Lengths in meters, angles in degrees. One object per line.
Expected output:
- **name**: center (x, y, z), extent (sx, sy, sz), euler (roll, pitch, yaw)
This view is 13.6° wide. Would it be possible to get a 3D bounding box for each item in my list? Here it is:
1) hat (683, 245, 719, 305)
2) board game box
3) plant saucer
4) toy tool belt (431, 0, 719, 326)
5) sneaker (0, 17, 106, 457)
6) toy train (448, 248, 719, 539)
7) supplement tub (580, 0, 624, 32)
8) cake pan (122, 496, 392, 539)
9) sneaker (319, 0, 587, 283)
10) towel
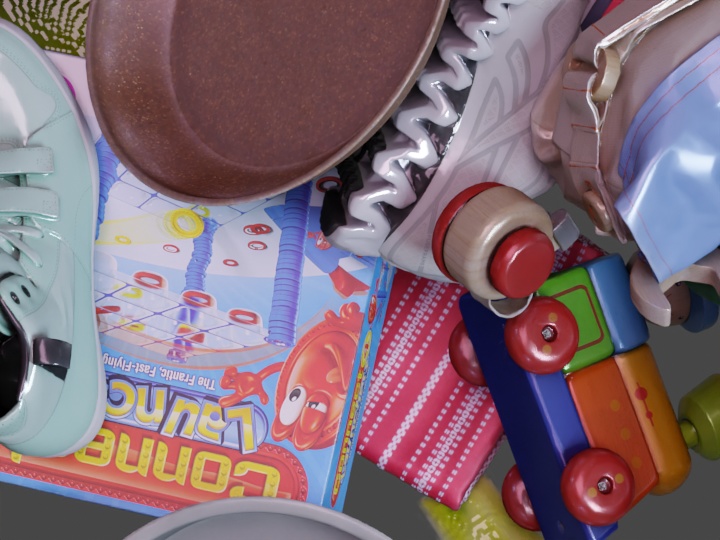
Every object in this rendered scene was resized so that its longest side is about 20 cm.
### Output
- **hat**: center (0.263, -0.024, 1.341), extent (0.200, 0.176, 0.166), euler (-30, 41, 33)
- **board game box**: center (-0.090, 0.012, 1.373), extent (0.199, 0.056, 0.197), euler (12, 86, 9)
- **plant saucer**: center (-0.033, -0.118, 1.306), extent (0.200, 0.037, 0.201), euler (-15, 63, 33)
- **toy tool belt**: center (0.134, -0.045, 1.237), extent (0.200, 0.125, 0.123), euler (-44, 47, -7)
- **sneaker**: center (-0.157, -0.022, 1.297), extent (0.073, 0.118, 0.201), euler (-13, 82, 8)
- **toy train**: center (0.128, 0.087, 1.348), extent (0.115, 0.085, 0.201), euler (-21, 91, -20)
- **supplement tub**: center (0.082, -0.168, 1.368), extent (0.200, 0.140, 0.140), euler (39, 85, 12)
- **cake pan**: center (-0.038, 0.190, 1.324), extent (0.199, 0.037, 0.201), euler (2, 104, 8)
- **sneaker**: center (0.062, -0.082, 1.290), extent (0.081, 0.075, 0.200), euler (28, 112, -14)
- **towel**: center (0.000, 0.000, 1.404), extent (0.200, 0.022, 0.145), euler (33, 84, 11)
